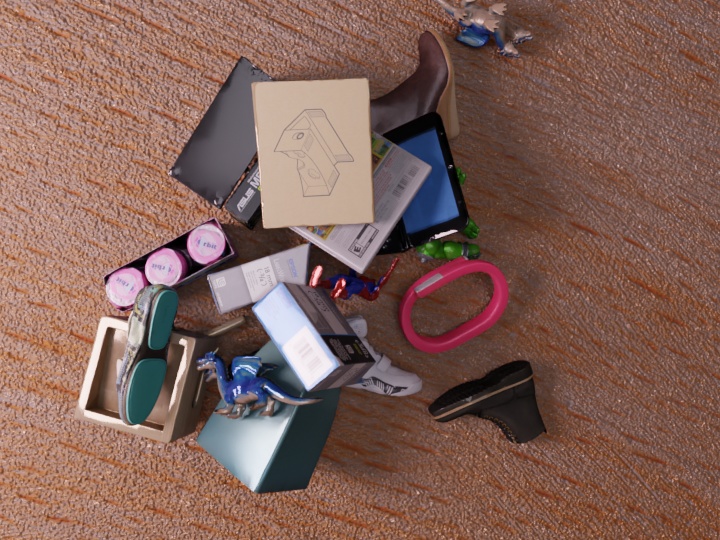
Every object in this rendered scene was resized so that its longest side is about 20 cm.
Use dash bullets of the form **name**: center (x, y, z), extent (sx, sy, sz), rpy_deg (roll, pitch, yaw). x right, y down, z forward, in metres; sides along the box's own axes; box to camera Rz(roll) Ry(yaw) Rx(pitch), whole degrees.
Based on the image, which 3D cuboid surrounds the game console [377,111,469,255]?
- **game console**: center (0.049, -0.137, 0.914), extent (0.171, 0.119, 0.202), rpy_deg (-7, 77, -32)

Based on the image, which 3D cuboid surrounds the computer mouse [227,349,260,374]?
- **computer mouse**: center (-0.152, 0.139, 0.997), extent (0.199, 0.034, 0.059), rpy_deg (-35, 112, -14)

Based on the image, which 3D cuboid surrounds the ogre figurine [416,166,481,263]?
- **ogre figurine**: center (0.129, -0.096, 1.008), extent (0.119, 0.098, 0.202), rpy_deg (-24, 116, -23)

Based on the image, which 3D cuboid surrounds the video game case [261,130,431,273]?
- **video game case**: center (-0.019, -0.123, 0.881), extent (0.181, 0.023, 0.201), rpy_deg (32, 74, 7)

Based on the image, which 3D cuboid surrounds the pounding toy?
- **pounding toy**: center (-0.308, 0.149, 0.934), extent (0.182, 0.142, 0.202), rpy_deg (13, 85, 7)

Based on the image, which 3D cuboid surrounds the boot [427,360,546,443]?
- **boot**: center (0.231, 0.260, 1.028), extent (0.199, 0.077, 0.139), rpy_deg (-21, 97, -7)

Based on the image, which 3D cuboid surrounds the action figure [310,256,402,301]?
- **action figure**: center (0.000, 0.000, 0.938), extent (0.065, 0.200, 0.100), rpy_deg (30, 95, 20)

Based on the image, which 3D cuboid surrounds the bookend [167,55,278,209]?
- **bookend**: center (-0.187, -0.210, 0.927), extent (0.092, 0.199, 0.201), rpy_deg (34, 96, -6)

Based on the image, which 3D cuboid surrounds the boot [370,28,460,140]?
- **boot**: center (0.078, -0.305, 1.009), extent (0.165, 0.072, 0.202), rpy_deg (-13, 95, -10)

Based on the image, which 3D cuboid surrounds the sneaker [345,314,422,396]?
- **sneaker**: center (0.016, 0.141, 0.995), extent (0.198, 0.075, 0.116), rpy_deg (12, 91, -4)

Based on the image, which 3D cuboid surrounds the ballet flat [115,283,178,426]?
- **ballet flat**: center (-0.313, 0.117, 0.841), extent (0.074, 0.074, 0.202), rpy_deg (16, 83, -8)

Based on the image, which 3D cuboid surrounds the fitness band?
- **fitness band**: center (0.160, 0.060, 1.013), extent (0.199, 0.037, 0.144), rpy_deg (-28, 117, -2)

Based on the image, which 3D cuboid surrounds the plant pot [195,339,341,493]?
- **plant pot**: center (-0.122, 0.214, 0.911), extent (0.141, 0.141, 0.201), rpy_deg (27, 88, 31)

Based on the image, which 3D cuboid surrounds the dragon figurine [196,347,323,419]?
- **dragon figurine**: center (-0.154, 0.155, 0.841), extent (0.198, 0.059, 0.100), rpy_deg (-11, 63, 21)

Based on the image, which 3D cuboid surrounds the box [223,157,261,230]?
- **box**: center (-0.137, -0.161, 0.934), extent (0.044, 0.160, 0.201), rpy_deg (35, 86, -7)

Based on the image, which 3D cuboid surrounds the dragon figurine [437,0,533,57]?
- **dragon figurine**: center (0.203, -0.433, 1.027), extent (0.199, 0.099, 0.059), rpy_deg (23, 89, 12)

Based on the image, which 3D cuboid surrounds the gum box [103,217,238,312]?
- **gum box**: center (-0.299, -0.006, 0.933), extent (0.199, 0.113, 0.066), rpy_deg (-29, 93, -7)

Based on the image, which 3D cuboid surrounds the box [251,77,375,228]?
- **box**: center (-0.064, -0.163, 0.825), extent (0.162, 0.021, 0.202), rpy_deg (-4, 97, -6)

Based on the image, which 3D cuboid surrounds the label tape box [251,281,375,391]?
- **label tape box**: center (-0.051, 0.096, 0.859), extent (0.063, 0.200, 0.145), rpy_deg (-42, 71, 13)

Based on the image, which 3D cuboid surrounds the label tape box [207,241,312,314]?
- **label tape box**: center (-0.131, 0.005, 0.933), extent (0.198, 0.144, 0.064), rpy_deg (-19, 92, -8)
